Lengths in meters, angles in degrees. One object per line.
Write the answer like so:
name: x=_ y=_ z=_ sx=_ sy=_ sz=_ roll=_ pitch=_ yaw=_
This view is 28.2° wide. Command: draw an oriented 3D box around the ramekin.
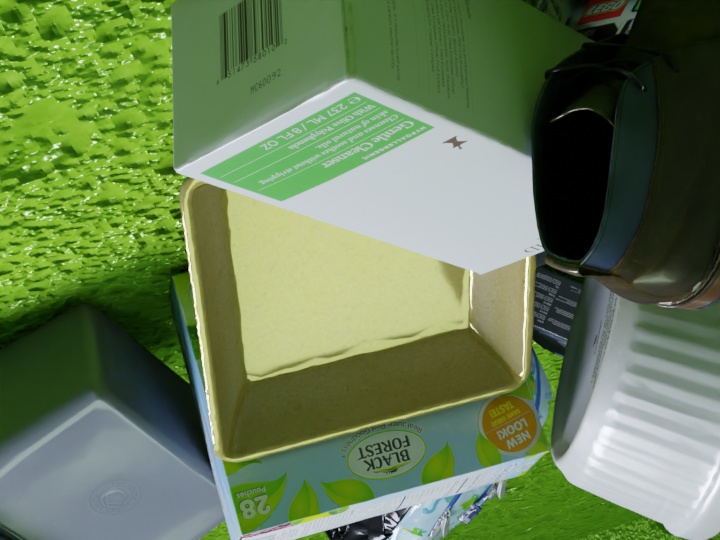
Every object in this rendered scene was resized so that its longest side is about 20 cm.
ramekin: x=0.178 y=0.050 z=0.844 sx=0.093 sy=0.204 sz=0.203 roll=15 pitch=158 yaw=1

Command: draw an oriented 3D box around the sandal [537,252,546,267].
sandal: x=0.051 y=0.022 z=1.004 sx=0.199 sy=0.048 sz=0.075 roll=-23 pitch=160 yaw=12

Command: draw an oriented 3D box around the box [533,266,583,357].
box: x=0.217 y=0.064 z=1.083 sx=0.199 sy=0.044 sz=0.160 roll=24 pitch=176 yaw=23

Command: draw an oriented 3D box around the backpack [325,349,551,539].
backpack: x=0.053 y=0.115 z=1.109 sx=0.152 sy=0.164 sz=0.201 roll=-2 pitch=135 yaw=-25

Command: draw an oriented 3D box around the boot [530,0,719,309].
boot: x=0.125 y=-0.084 z=0.585 sx=0.074 sy=0.202 sz=0.096 roll=7 pitch=-176 yaw=45

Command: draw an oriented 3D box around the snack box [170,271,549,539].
snack box: x=-0.004 y=0.067 z=0.896 sx=0.198 sy=0.170 sz=0.068 roll=-13 pitch=162 yaw=-12

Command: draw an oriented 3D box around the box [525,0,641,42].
box: x=0.178 y=-0.138 z=0.707 sx=0.198 sy=0.035 sz=0.110 roll=-13 pitch=160 yaw=-14

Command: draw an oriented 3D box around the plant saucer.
plant saucer: x=0.000 y=0.000 z=0.805 sx=0.198 sy=0.049 sz=0.201 roll=-13 pitch=128 yaw=-13

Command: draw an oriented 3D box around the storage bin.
storage bin: x=-0.173 y=0.112 z=0.916 sx=0.134 sy=0.146 sz=0.200 roll=-32 pitch=133 yaw=12

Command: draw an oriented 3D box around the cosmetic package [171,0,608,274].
cosmetic package: x=0.026 y=-0.071 z=0.625 sx=0.107 sy=0.086 sz=0.199 roll=-23 pitch=151 yaw=40
